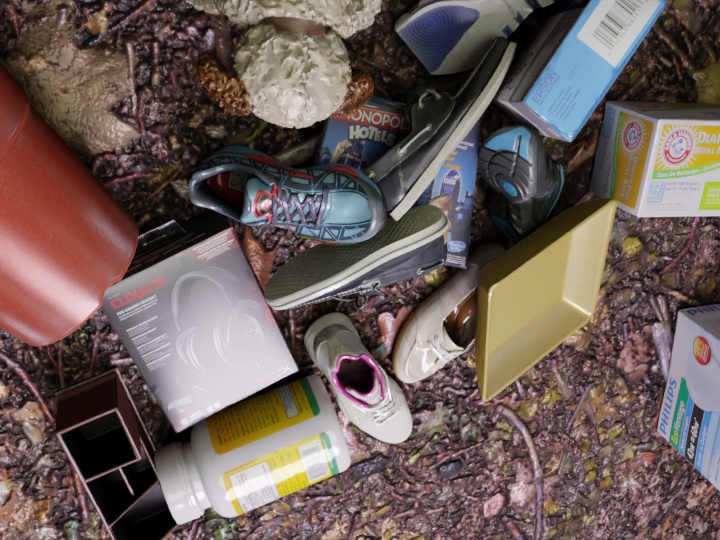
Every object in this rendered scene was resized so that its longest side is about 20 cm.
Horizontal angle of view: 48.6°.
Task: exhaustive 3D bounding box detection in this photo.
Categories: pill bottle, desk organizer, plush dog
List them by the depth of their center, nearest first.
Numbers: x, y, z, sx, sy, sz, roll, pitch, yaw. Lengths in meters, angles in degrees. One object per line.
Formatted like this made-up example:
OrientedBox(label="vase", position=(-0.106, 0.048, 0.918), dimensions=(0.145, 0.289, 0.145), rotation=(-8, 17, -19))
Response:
OrientedBox(label="plush dog", position=(-0.056, -0.212, 0.692), dimensions=(0.197, 0.160, 0.175), rotation=(-1, 95, -20))
OrientedBox(label="desk organizer", position=(-0.257, 0.218, 0.861), dimensions=(0.071, 0.077, 0.203), rotation=(-21, 117, -9))
OrientedBox(label="pill bottle", position=(-0.120, 0.202, 0.882), dimensions=(0.197, 0.113, 0.114), rotation=(-21, 117, -10))

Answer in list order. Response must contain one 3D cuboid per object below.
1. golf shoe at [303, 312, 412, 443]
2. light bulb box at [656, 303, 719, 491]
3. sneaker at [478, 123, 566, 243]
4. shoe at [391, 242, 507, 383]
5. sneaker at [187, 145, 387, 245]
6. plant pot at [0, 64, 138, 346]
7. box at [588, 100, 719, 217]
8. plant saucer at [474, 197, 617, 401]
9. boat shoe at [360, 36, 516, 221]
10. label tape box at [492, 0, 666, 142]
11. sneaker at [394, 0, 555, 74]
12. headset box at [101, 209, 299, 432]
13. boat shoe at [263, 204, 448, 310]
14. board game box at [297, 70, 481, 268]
OrientedBox(label="golf shoe", position=(0.006, 0.142, 0.913), dimensions=(0.075, 0.092, 0.201), rotation=(-38, 120, -2))
OrientedBox(label="light bulb box", position=(0.506, 0.172, 1.033), dimensions=(0.123, 0.200, 0.202), rotation=(-6, 114, -14))
OrientedBox(label="sneaker", position=(0.176, -0.106, 0.848), dimensions=(0.082, 0.073, 0.200), rotation=(-42, 158, -8))
OrientedBox(label="shoe", position=(0.109, 0.054, 0.932), dimensions=(0.070, 0.053, 0.201), rotation=(34, 98, -27))
OrientedBox(label="sneaker", position=(-0.074, -0.061, 0.748), dimensions=(0.197, 0.095, 0.081), rotation=(12, 111, 18))
OrientedBox(label="plant pot", position=(-0.308, -0.050, 0.679), dimensions=(0.200, 0.201, 0.195), rotation=(-42, 126, 2))
OrientedBox(label="box", position=(0.382, -0.130, 0.921), dimensions=(0.196, 0.101, 0.114), rotation=(-3, 113, -18))
OrientedBox(label="plant saucer", position=(0.198, 0.026, 0.908), dimensions=(0.199, 0.048, 0.202), rotation=(-33, 141, -23))
OrientedBox(label="boat shoe", position=(0.074, -0.145, 0.760), dimensions=(0.067, 0.072, 0.201), rotation=(39, 97, 4))
OrientedBox(label="label tape box", position=(0.196, -0.211, 0.783), dimensions=(0.063, 0.200, 0.145), rotation=(33, 99, -10))
OrientedBox(label="sneaker", position=(0.135, -0.283, 0.790), dimensions=(0.198, 0.116, 0.081), rotation=(-28, 120, 28))
OrientedBox(label="headset box", position=(-0.170, 0.041, 0.819), dimensions=(0.147, 0.077, 0.202), rotation=(-25, 119, -7))
OrientedBox(label="boat shoe", position=(0.000, 0.000, 0.796), dimensions=(0.197, 0.075, 0.063), rotation=(-23, 124, -4))
OrientedBox(label="board game box", position=(0.045, -0.120, 0.834), dimensions=(0.197, 0.062, 0.203), rotation=(10, 107, -22))
